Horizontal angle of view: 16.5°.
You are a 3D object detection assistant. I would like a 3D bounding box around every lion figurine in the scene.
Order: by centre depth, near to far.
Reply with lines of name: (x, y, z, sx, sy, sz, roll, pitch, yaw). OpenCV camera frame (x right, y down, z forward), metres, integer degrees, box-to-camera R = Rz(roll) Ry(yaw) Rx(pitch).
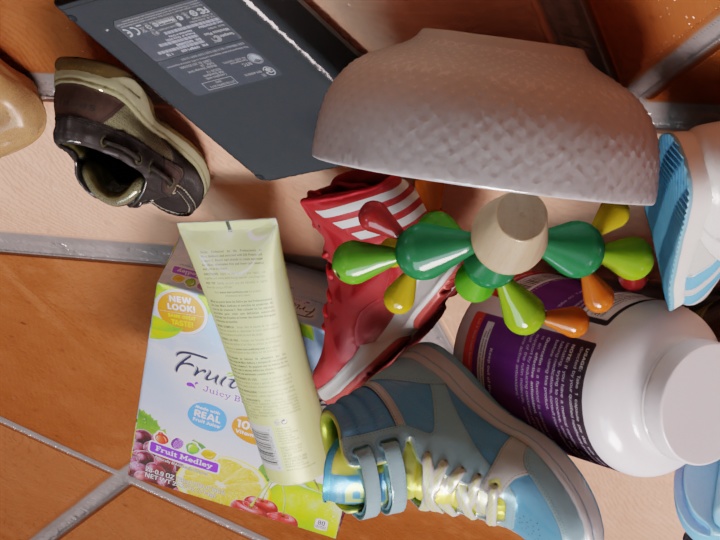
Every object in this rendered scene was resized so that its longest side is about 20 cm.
lion figurine: (-0.257, -0.124, 1.615, 0.122, 0.073, 0.200, -13, 156, 25)

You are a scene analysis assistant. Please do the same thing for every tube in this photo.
tube: (-0.065, 0.052, 1.707, 0.052, 0.058, 0.201, -133, 23, -62)

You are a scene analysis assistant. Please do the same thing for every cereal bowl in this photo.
cereal bowl: (0.074, -0.090, 1.404, 0.198, 0.084, 0.200, 7, -175, -1)

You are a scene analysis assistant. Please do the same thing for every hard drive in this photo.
hard drive: (-0.072, -0.127, 1.519, 0.139, 0.033, 0.200, -9, 142, 42)

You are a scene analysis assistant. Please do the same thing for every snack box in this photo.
snack box: (-0.074, 0.085, 1.805, 0.167, 0.068, 0.201, 15, 129, 4)

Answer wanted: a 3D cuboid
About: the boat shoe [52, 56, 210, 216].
boat shoe: (-0.156, -0.073, 1.610, 0.073, 0.065, 0.200, 12, 163, 24)

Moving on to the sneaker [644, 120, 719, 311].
sneaker: (0.215, -0.031, 1.477, 0.080, 0.077, 0.200, -12, 164, -4)

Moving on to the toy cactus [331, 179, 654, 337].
toy cactus: (0.087, -0.020, 1.481, 0.198, 0.103, 0.165, 10, 166, -4)

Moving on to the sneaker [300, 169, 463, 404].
sneaker: (0.000, 0.000, 1.649, 0.116, 0.078, 0.200, 49, 136, 7)

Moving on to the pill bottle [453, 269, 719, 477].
pill bottle: (0.156, 0.068, 1.597, 0.112, 0.113, 0.199, 38, 167, -34)

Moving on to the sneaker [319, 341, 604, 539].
sneaker: (0.051, 0.139, 1.576, 0.200, 0.130, 0.080, 40, 142, 36)

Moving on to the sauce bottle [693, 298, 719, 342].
sauce bottle: (0.246, 0.049, 1.618, 0.066, 0.066, 0.200, 29, 152, -20)

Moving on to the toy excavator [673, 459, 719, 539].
toy excavator: (0.290, 0.128, 1.542, 0.193, 0.101, 0.200, 7, 155, 13)
